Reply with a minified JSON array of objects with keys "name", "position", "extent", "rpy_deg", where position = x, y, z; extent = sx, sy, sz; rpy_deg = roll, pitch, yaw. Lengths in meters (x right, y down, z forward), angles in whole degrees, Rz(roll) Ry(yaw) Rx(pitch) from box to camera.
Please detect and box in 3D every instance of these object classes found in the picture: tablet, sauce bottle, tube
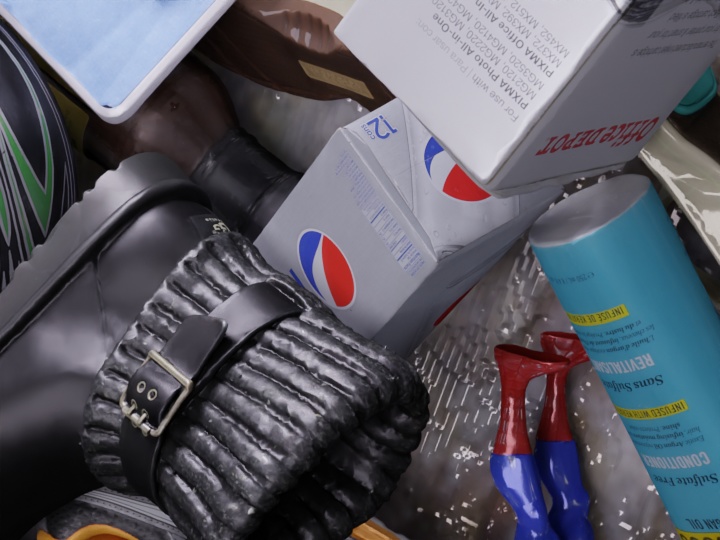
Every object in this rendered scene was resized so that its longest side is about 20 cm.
[{"name":"tablet","position":[-0.068,-0.167,1.189],"extent":[0.200,0.014,0.130],"rpy_deg":[-47,62,3]},{"name":"sauce bottle","position":[-0.101,-0.075,1.247],"extent":[0.200,0.065,0.065],"rpy_deg":[40,114,15]},{"name":"tube","position":[0.129,0.060,1.134],"extent":[0.077,0.050,0.201],"rpy_deg":[-3,121,56]}]

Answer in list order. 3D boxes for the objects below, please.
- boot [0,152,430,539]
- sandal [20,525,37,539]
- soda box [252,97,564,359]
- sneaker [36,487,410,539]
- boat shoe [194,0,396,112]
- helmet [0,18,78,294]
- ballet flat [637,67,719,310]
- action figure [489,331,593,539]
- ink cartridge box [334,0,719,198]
[{"name":"boot","position":[-0.087,0.076,1.116],"extent":[0.158,0.079,0.211],"rpy_deg":[44,103,27]},{"name":"sandal","position":[-0.094,0.179,1.226],"extent":[0.200,0.045,0.075],"rpy_deg":[50,118,11]},{"name":"soda box","position":[0.000,0.000,1.156],"extent":[0.064,0.068,0.200],"rpy_deg":[54,148,9]},{"name":"sneaker","position":[-0.043,0.123,1.212],"extent":[0.199,0.078,0.078],"rpy_deg":[31,156,-5]},{"name":"boat shoe","position":[-0.009,-0.112,1.200],"extent":[0.202,0.075,0.075],"rpy_deg":[25,68,33]},{"name":"helmet","position":[-0.205,-0.026,1.193],"extent":[0.191,0.200,0.200],"rpy_deg":[44,115,16]},{"name":"ballet flat","position":[0.119,-0.045,1.138],"extent":[0.069,0.069,0.200],"rpy_deg":[-43,78,26]},{"name":"action figure","position":[0.096,0.133,1.180],"extent":[0.098,0.065,0.202],"rpy_deg":[11,104,34]},{"name":"ink cartridge box","position":[0.100,-0.130,1.015],"extent":[0.083,0.145,0.200],"rpy_deg":[45,112,14]}]
